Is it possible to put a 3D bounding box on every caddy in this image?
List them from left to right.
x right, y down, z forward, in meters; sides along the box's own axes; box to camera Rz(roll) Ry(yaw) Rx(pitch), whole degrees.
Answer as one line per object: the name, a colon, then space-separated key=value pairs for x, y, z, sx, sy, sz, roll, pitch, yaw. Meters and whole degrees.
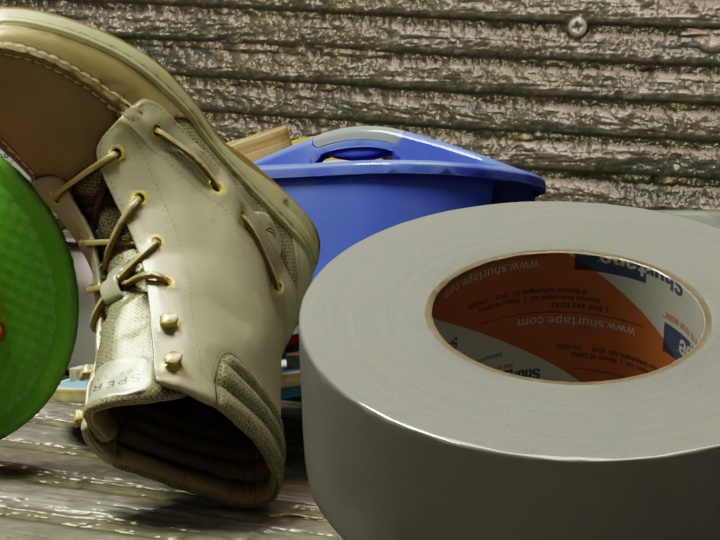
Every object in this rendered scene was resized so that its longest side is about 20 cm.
caddy: x=-0.001 y=-0.024 z=0.904 sx=0.200 sy=0.105 sz=0.141 roll=-1 pitch=-5 yaw=26

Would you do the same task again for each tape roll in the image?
tape roll: x=0.077 y=0.044 z=0.646 sx=0.200 sy=0.066 sz=0.200 roll=0 pitch=27 yaw=0

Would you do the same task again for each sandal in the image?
sandal: x=-0.148 y=-0.084 z=1.177 sx=0.212 sy=0.070 sz=0.078 roll=-21 pitch=8 yaw=-30

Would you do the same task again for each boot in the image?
boot: x=-0.099 y=-0.005 z=0.706 sx=0.072 sy=0.155 sz=0.200 roll=-32 pitch=-56 yaw=31

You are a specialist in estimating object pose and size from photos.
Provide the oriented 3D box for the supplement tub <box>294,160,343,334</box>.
supplement tub: x=0.000 y=0.000 z=1.092 sx=0.140 sy=0.140 sz=0.200 roll=5 pitch=4 yaw=13

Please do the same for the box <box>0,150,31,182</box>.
box: x=-0.237 y=-0.058 z=1.084 sx=0.156 sy=0.041 sz=0.200 roll=-38 pitch=8 yaw=-25

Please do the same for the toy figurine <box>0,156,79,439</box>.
toy figurine: x=-0.241 y=0.035 z=0.694 sx=0.200 sy=0.150 sz=0.184 roll=-16 pitch=8 yaw=18

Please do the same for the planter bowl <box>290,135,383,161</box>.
planter bowl: x=-0.034 y=-0.043 z=1.289 sx=0.200 sy=0.084 sz=0.200 roll=-13 pitch=-31 yaw=-8

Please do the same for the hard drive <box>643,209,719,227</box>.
hard drive: x=0.161 y=0.020 z=0.833 sx=0.200 sy=0.033 sz=0.140 roll=-2 pitch=37 yaw=-38

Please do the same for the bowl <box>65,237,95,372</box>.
bowl: x=-0.202 y=0.018 z=1.142 sx=0.200 sy=0.075 sz=0.200 roll=0 pitch=5 yaw=-20

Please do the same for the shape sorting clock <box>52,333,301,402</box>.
shape sorting clock: x=-0.056 y=0.047 z=0.866 sx=0.200 sy=0.039 sz=0.200 roll=-8 pitch=-2 yaw=0
